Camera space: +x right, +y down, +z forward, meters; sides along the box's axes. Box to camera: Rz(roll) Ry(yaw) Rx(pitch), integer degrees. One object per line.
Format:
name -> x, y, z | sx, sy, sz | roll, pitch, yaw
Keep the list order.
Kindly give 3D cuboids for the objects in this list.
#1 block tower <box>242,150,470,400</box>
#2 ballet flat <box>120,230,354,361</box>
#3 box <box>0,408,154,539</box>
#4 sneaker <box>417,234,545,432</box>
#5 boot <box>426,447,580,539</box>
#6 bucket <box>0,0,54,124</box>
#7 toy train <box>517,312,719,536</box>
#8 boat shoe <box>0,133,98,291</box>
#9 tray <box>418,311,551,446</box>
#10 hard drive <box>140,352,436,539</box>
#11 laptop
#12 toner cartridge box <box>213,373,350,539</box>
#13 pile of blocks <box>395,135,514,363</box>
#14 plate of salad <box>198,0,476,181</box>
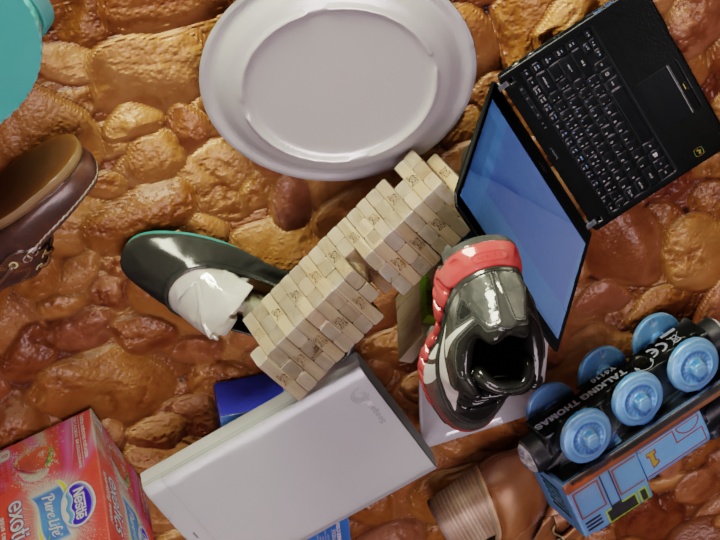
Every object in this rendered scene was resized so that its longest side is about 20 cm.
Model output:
block tower -> 0.000, 0.000, 1.700 | 0.200, 0.058, 0.054 | -45, 128, 5
ballet flat -> -0.086, 0.023, 1.753 | 0.199, 0.069, 0.068 | 16, 124, -23
box -> -0.217, 0.220, 1.786 | 0.094, 0.200, 0.103 | -25, 128, 6
sneaker -> 0.088, 0.067, 1.671 | 0.070, 0.098, 0.201 | -12, 144, -14
boot -> 0.162, 0.225, 1.965 | 0.154, 0.074, 0.200 | -29, 130, 3
bucket -> -0.294, -0.183, 1.482 | 0.206, 0.135, 0.208 | -8, 140, -7
toy train -> 0.221, 0.120, 1.866 | 0.199, 0.087, 0.115 | -32, 120, -11
boat shoe -> -0.259, -0.022, 1.678 | 0.200, 0.071, 0.070 | -34, 120, 23
tray -> 0.094, 0.082, 1.823 | 0.107, 0.022, 0.200 | -16, 155, -6
hard drive -> -0.056, 0.159, 1.835 | 0.199, 0.026, 0.132 | -29, 127, 10
laptop -> 0.174, -0.075, 1.709 | 0.199, 0.103, 0.177 | -32, 129, 5
toner cartridge box -> -0.061, 0.172, 1.888 | 0.094, 0.043, 0.201 | -10, 128, -4
pile of blocks -> 0.089, -0.011, 1.761 | 0.062, 0.082, 0.201 | 10, 123, -20
plate of salad -> -0.016, -0.146, 1.657 | 0.199, 0.048, 0.201 | -3, 134, -3
